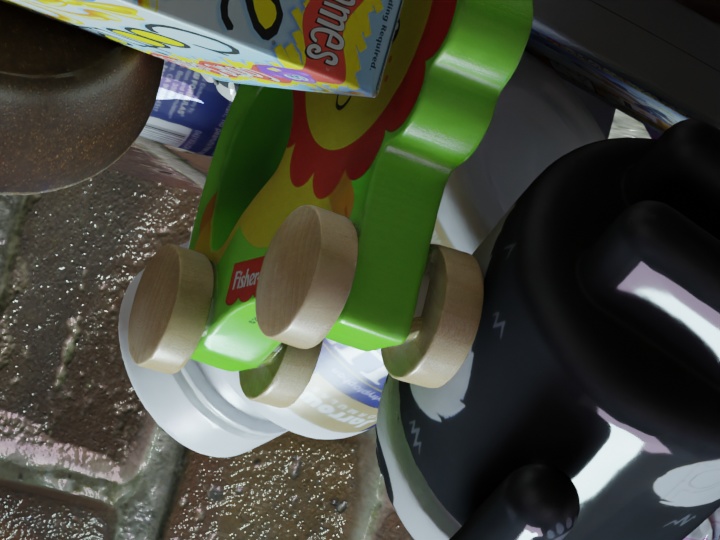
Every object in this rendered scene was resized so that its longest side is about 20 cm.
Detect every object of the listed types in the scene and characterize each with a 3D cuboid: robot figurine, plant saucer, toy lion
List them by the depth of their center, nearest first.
[{"bbox_3d":[-0.141,-0.120,0.960,0.199,0.201,0.034,17,140,-36],"label":"plant saucer"},{"bbox_3d":[0.082,0.033,0.970,0.150,0.125,0.200,-11,156,-32],"label":"robot figurine"},{"bbox_3d":[-0.002,-0.056,0.983,0.068,0.193,0.200,18,167,-23],"label":"toy lion"}]

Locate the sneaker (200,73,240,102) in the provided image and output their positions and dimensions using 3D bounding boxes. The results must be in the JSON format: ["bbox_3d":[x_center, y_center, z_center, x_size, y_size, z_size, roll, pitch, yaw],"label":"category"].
[{"bbox_3d":[-0.061,-0.120,1.090,0.199,0.081,0.075,23,164,19],"label":"sneaker"}]

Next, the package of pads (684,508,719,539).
[{"bbox_3d":[0.088,0.061,1.232,0.120,0.076,0.200,13,-166,-6],"label":"package of pads"}]

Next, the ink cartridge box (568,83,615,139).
[{"bbox_3d":[0.056,-0.060,1.396,0.067,0.117,0.200,16,176,-15],"label":"ink cartridge box"}]

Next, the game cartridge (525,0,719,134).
[{"bbox_3d":[0.112,-0.080,1.083,0.199,0.042,0.133,30,-176,11],"label":"game cartridge"}]

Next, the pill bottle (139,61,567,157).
[{"bbox_3d":[-0.016,-0.093,1.214,0.199,0.112,0.111,16,177,-14],"label":"pill bottle"}]

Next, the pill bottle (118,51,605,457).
[{"bbox_3d":[0.000,0.000,1.143,0.199,0.120,0.119,-29,148,37],"label":"pill bottle"}]

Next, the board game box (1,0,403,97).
[{"bbox_3d":[-0.086,-0.134,0.886,0.199,0.104,0.105,17,176,-35],"label":"board game box"}]

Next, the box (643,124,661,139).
[{"bbox_3d":[0.227,-0.041,1.234,0.199,0.039,0.137,13,156,32],"label":"box"}]
